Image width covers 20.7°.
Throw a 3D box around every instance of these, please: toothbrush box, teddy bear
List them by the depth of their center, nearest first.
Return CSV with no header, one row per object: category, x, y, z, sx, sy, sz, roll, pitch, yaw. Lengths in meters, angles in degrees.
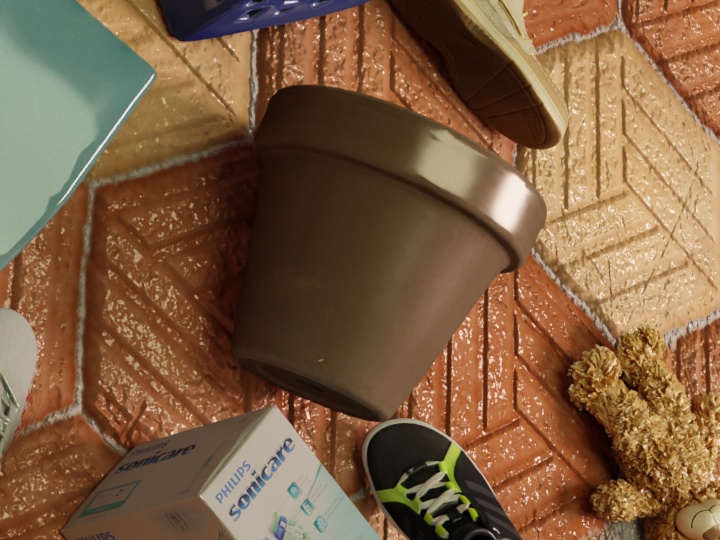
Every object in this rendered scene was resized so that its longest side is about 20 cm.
toothbrush box,-0.059,0.191,1.188,0.200,0.146,0.085,54,48,-16
teddy bear,0.233,0.139,1.520,0.145,0.067,0.200,-4,79,-40

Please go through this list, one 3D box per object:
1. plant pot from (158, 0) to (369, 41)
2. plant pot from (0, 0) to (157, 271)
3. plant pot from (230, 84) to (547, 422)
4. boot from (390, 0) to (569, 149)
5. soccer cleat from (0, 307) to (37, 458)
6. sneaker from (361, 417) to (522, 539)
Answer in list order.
plant pot,-0.038,-0.286,1.333,0.200,0.180,0.200,-20,90,-43
plant pot,-0.246,-0.066,1.114,0.141,0.141,0.200,41,61,-25
plant pot,0.000,0.000,1.294,0.200,0.200,0.175,30,77,-32
boot,0.116,-0.207,1.520,0.200,0.073,0.155,48,53,-13
soccer cleat,-0.226,0.101,1.107,0.069,0.085,0.200,44,52,-23
sneaker,0.073,0.171,1.309,0.072,0.083,0.200,-33,70,-13
